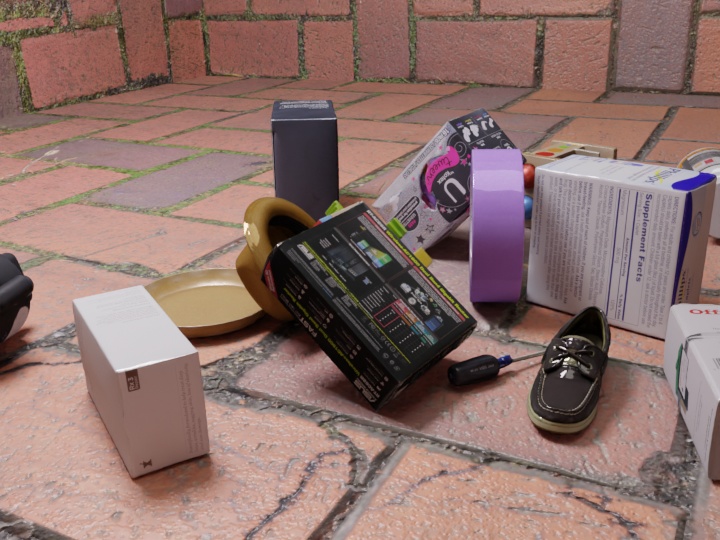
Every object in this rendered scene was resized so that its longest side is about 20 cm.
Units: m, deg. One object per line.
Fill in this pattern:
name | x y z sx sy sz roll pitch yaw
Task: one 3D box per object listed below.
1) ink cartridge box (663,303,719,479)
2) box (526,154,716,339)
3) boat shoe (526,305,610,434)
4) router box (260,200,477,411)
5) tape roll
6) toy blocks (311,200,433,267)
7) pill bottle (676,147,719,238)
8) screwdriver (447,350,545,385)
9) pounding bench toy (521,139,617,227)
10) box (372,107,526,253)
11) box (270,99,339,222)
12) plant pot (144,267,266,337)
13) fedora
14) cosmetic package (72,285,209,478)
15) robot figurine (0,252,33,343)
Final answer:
ink cartridge box | 0.383 0.110 0.748 0.144 0.085 0.200 2 21 9
box | 0.325 -0.037 1.000 0.199 0.186 0.104 17 26 39
boat shoe | 0.219 0.097 0.823 0.072 0.065 0.200 9 25 19
router box | 0.010 0.032 0.861 0.200 0.062 0.149 48 46 14
tape roll | 0.177 -0.059 1.042 0.065 0.202 0.200 0 21 7
toy blocks | 0.000 0.000 0.984 0.200 0.100 0.136 50 34 8
pill bottle | 0.590 -0.128 1.307 0.115 0.118 0.200 3 21 14
screwdriver | 0.180 0.096 0.889 0.198 0.028 0.029 -13 52 -31
pounding bench toy | 0.370 -0.135 1.331 0.199 0.126 0.155 18 29 41
box | 0.137 -0.135 1.226 0.115 0.200 0.132 49 38 8
box | -0.100 -0.193 1.422 0.116 0.199 0.200 -2 21 -4
plant pot | -0.206 0.044 1.053 0.198 0.028 0.200 -2 20 1
fedora | -0.093 0.003 1.005 0.081 0.201 0.201 -33 8 25
cosmetic package | -0.224 0.102 0.788 0.080 0.114 0.200 -14 25 -28
robot figurine | -0.476 0.045 0.933 0.124 0.151 0.200 35 23 -4
